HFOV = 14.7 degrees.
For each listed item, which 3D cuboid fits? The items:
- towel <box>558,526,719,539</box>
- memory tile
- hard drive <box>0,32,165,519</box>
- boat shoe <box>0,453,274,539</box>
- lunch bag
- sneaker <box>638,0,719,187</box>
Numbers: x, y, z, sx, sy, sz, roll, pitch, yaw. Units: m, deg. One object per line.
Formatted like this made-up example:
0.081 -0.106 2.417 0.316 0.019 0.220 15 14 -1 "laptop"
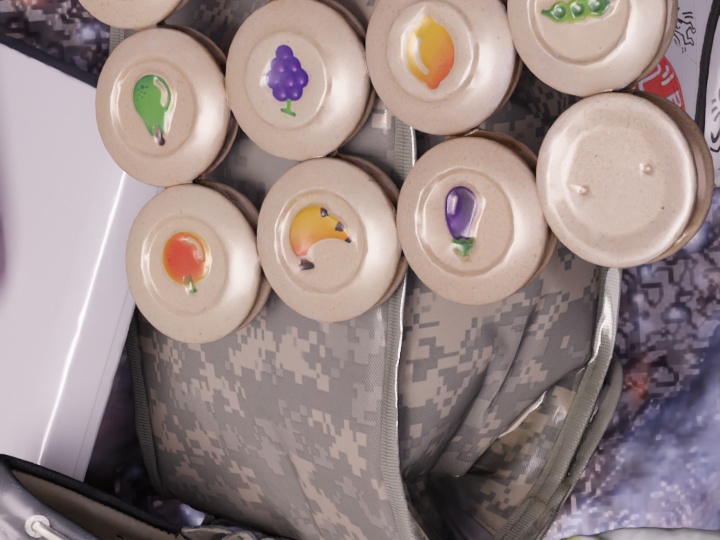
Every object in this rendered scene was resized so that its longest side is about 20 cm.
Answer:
0.150 0.143 0.942 0.200 0.171 0.048 2 54 2 "towel"
0.002 -0.062 0.827 0.200 0.017 0.154 -10 90 30 "memory tile"
-0.127 0.026 0.951 0.027 0.132 0.200 11 100 -38 "hard drive"
-0.048 0.112 0.902 0.200 0.076 0.060 20 104 -38 "boat shoe"
0.000 0.000 0.929 0.117 0.164 0.200 -2 99 -40 "lunch bag"
0.107 -0.127 0.986 0.108 0.067 0.202 7 79 -28 "sneaker"
